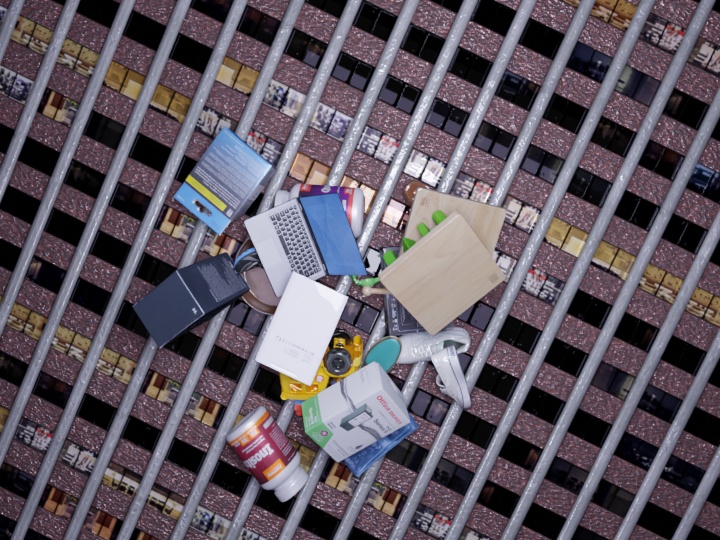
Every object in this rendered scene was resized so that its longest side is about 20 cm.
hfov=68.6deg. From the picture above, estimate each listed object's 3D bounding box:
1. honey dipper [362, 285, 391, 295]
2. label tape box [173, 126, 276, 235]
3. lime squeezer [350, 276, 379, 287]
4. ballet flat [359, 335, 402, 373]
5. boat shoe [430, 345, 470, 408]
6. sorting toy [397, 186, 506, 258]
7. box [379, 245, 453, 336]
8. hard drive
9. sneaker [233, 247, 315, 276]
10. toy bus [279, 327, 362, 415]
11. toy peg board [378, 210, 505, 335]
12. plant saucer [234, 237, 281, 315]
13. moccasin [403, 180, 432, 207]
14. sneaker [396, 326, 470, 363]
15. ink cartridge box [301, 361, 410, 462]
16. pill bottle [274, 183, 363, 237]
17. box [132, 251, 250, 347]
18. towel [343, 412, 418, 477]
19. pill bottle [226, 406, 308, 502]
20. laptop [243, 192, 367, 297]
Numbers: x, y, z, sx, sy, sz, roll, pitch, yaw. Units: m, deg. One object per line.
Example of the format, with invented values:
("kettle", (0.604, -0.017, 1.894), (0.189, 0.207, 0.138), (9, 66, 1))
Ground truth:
("honey dipper", (0.101, 0.048, 1.176), (0.195, 0.038, 0.039), (2, 93, -5))
("label tape box", (-0.313, -0.205, 1.228), (0.144, 0.063, 0.201), (39, 94, -1))
("lime squeezer", (0.000, 0.000, 1.241), (0.196, 0.038, 0.072), (20, 94, 2))
("ballet flat", (0.033, 0.226, 1.229), (0.070, 0.071, 0.202), (31, 106, 0))
("boat shoe", (0.205, 0.250, 1.195), (0.064, 0.073, 0.202), (-16, 135, 9))
("sorting toy", (0.186, -0.064, 1.143), (0.195, 0.070, 0.204), (12, 108, -7))
("box", (0.129, 0.041, 1.220), (0.155, 0.048, 0.205), (-6, 93, -9))
("hard drive", (-0.124, 0.122, 1.120), (0.130, 0.027, 0.203), (24, 88, 0))
("sneaker", (-0.192, -0.018, 1.197), (0.195, 0.071, 0.085), (-8, 87, 0))
("toy bus", (-0.094, 0.243, 1.220), (0.195, 0.136, 0.196), (1, 106, -1))
("toy peg board", (0.159, -0.008, 1.089), (0.199, 0.098, 0.199), (-39, 123, 11))
("plant saucer", (-0.200, 0.003, 1.251), (0.196, 0.034, 0.205), (0, 92, 1))
("moccasin", (0.177, -0.126, 1.207), (0.073, 0.078, 0.202), (-39, 91, 3))
("sneaker", (0.160, 0.175, 1.225), (0.196, 0.080, 0.072), (-13, 94, 4))
("ink cartridge box", (-0.010, 0.314, 1.167), (0.198, 0.085, 0.147), (-31, 125, 9))
("pill bottle", (-0.092, -0.137, 1.199), (0.195, 0.112, 0.115), (4, 93, 1))
("box", (-0.365, 0.059, 1.160), (0.147, 0.200, 0.108), (-33, 92, 20))
("towel", (0.031, 0.387, 1.256), (0.199, 0.049, 0.112), (-39, 90, 4))
("pill bottle", (-0.214, 0.431, 1.235), (0.112, 0.113, 0.201), (-38, 91, 4))
("laptop", (-0.116, -0.048, 1.110), (0.197, 0.116, 0.190), (-24, 112, -8))
